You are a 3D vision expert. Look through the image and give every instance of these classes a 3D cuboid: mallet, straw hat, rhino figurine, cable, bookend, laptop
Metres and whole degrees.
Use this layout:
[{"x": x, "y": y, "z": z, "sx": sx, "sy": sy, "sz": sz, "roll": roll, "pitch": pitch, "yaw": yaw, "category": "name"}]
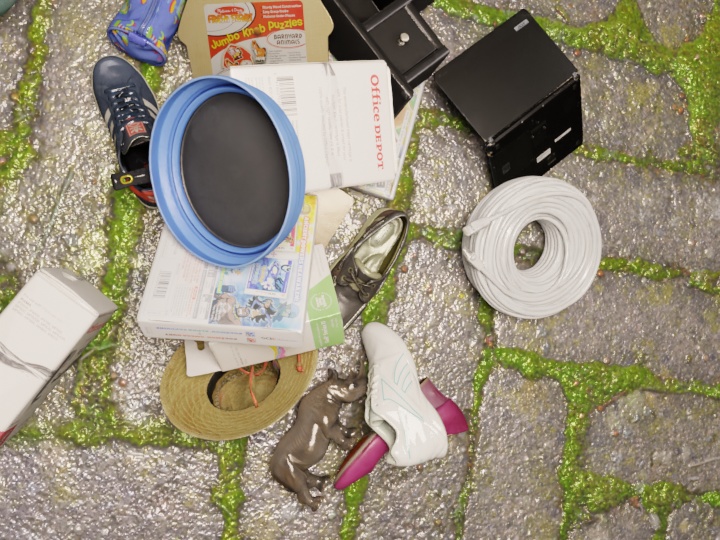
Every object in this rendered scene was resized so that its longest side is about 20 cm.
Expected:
[{"x": -0.200, "y": -0.138, "z": 0.763, "sx": 0.199, "sy": 0.041, "sz": 0.066, "roll": -11, "pitch": 99, "yaw": -29, "category": "mallet"}, {"x": -0.143, "y": 0.152, "z": 0.801, "sx": 0.200, "sy": 0.202, "sz": 0.085, "roll": -20, "pitch": 135, "yaw": -12, "category": "straw hat"}, {"x": -0.048, "y": 0.206, "z": 0.840, "sx": 0.087, "sy": 0.060, "sz": 0.201, "roll": 30, "pitch": 79, "yaw": -2, "category": "rhino figurine"}, {"x": 0.241, "y": -0.031, "z": 0.891, "sx": 0.199, "sy": 0.069, "sz": 0.201, "roll": -37, "pitch": 110, "yaw": -8, "category": "cable"}, {"x": 0.058, "y": -0.341, "z": 0.841, "sx": 0.198, "sy": 0.092, "sz": 0.200, "roll": -39, "pitch": 93, "yaw": -17, "category": "bookend"}, {"x": 0.217, "y": -0.227, "z": 0.903, "sx": 0.177, "sy": 0.103, "sz": 0.201, "roll": -37, "pitch": 138, "yaw": -10, "category": "laptop"}]

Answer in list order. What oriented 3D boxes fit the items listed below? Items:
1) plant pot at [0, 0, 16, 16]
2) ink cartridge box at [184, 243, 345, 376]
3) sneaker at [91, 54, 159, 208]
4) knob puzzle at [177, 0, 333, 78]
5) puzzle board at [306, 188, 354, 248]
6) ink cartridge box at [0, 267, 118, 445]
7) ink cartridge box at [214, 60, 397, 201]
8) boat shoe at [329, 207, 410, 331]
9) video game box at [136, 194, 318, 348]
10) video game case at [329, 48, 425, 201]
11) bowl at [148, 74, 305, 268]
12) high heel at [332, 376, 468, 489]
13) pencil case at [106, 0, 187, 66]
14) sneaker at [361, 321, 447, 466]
[{"x": -0.472, "y": -0.363, "z": 0.718, "sx": 0.199, "sy": 0.134, "sz": 0.202, "roll": 0, "pitch": 89, "yaw": -13, "category": "plant pot"}, {"x": -0.129, "y": 0.049, "z": 0.785, "sx": 0.198, "sy": 0.068, "sz": 0.118, "roll": -13, "pitch": 52, "yaw": -6, "category": "ink cartridge box"}, {"x": -0.279, "y": -0.178, "z": 0.783, "sx": 0.075, "sy": 0.084, "sz": 0.201, "roll": -23, "pitch": 94, "yaw": -12, "category": "sneaker"}, {"x": -0.131, "y": -0.308, "z": 0.801, "sx": 0.218, "sy": 0.031, "sz": 0.221, "roll": 1, "pitch": 115, "yaw": 1, "category": "knob puzzle"}, {"x": -0.129, "y": -0.086, "z": 0.839, "sx": 0.199, "sy": 0.017, "sz": 0.151, "roll": 33, "pitch": 93, "yaw": -9, "category": "puzzle board"}, {"x": -0.381, "y": 0.099, "z": 0.723, "sx": 0.085, "sy": 0.146, "sz": 0.201, "roll": 37, "pitch": 82, "yaw": -10, "category": "ink cartridge box"}, {"x": -0.064, "y": -0.170, "z": 0.762, "sx": 0.199, "sy": 0.083, "sz": 0.148, "roll": -11, "pitch": 103, "yaw": -26, "category": "ink cartridge box"}, {"x": 0.001, "y": 0.000, "z": 0.851, "sx": 0.072, "sy": 0.066, "sz": 0.202, "roll": 34, "pitch": 82, "yaw": -10, "category": "boat shoe"}, {"x": -0.147, "y": -0.010, "z": 0.749, "sx": 0.181, "sy": 0.047, "sz": 0.201, "roll": 3, "pitch": 55, "yaw": 1, "category": "video game box"}, {"x": -0.013, "y": -0.218, "z": 0.875, "sx": 0.181, "sy": 0.023, "sz": 0.202, "roll": 17, "pitch": 86, "yaw": -12, "category": "video game case"}, {"x": -0.144, "y": -0.104, "z": 0.681, "sx": 0.199, "sy": 0.039, "sz": 0.202, "roll": 9, "pitch": 107, "yaw": 29, "category": "bowl"}, {"x": 0.057, "y": 0.244, "z": 0.856, "sx": 0.200, "sy": 0.067, "sz": 0.096, "roll": -42, "pitch": 87, "yaw": -13, "category": "high heel"}, {"x": -0.248, "y": -0.363, "z": 0.793, "sx": 0.078, "sy": 0.087, "sz": 0.201, "roll": 21, "pitch": 85, "yaw": -15, "category": "pencil case"}, {"x": 0.038, "y": 0.157, "z": 0.819, "sx": 0.080, "sy": 0.071, "sz": 0.201, "roll": -15, "pitch": 61, "yaw": -20, "category": "sneaker"}]
